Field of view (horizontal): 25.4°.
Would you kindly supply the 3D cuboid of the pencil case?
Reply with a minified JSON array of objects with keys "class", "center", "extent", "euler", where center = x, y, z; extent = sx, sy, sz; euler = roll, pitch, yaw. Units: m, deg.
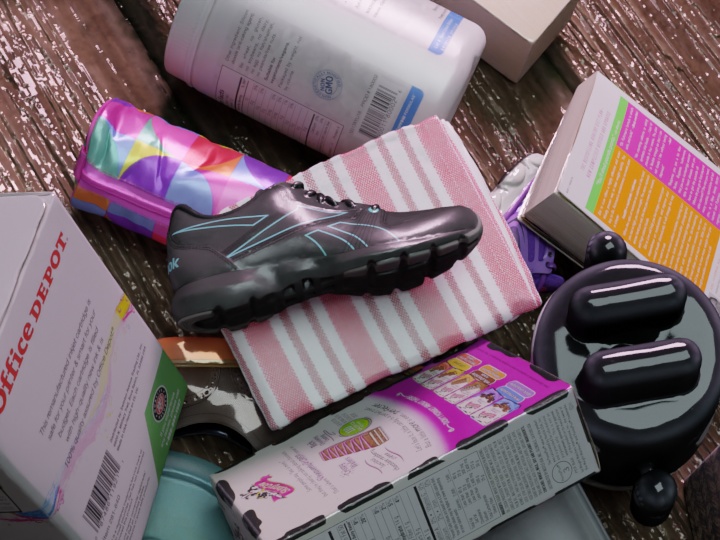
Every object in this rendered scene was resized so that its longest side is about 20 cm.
[{"class":"pencil case","center":[-0.099,-0.044,1.085],"extent":[0.199,0.089,0.089],"euler":[23,60,3]}]

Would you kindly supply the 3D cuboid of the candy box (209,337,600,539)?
[{"class":"candy box","center":[0.023,0.121,0.949],"extent":[0.199,0.136,0.061],"euler":[-25,107,-13]}]

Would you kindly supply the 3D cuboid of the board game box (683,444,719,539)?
[{"class":"board game box","center":[0.337,0.152,1.039],"extent":[0.198,0.160,0.098],"euler":[1,62,-12]}]

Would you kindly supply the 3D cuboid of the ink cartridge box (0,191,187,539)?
[{"class":"ink cartridge box","center":[-0.187,0.072,0.906],"extent":[0.083,0.200,0.146],"euler":[0,54,21]}]

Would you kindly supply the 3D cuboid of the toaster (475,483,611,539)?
[{"class":"toaster","center":[0.078,0.212,0.977],"extent":[0.199,0.114,0.130],"euler":[-29,74,-26]}]

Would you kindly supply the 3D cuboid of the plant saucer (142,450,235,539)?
[{"class":"plant saucer","center":[-0.131,0.200,0.986],"extent":[0.198,0.027,0.202],"euler":[5,63,-10]}]

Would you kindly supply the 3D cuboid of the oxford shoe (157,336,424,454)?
[{"class":"oxford shoe","center":[-0.046,0.088,1.045],"extent":[0.198,0.071,0.074],"euler":[2,72,-2]}]

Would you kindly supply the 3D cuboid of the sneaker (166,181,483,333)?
[{"class":"sneaker","center":[-0.024,-0.021,0.978],"extent":[0.198,0.075,0.080],"euler":[-12,72,-7]}]

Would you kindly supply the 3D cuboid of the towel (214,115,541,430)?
[{"class":"towel","center":[0.000,0.000,1.027],"extent":[0.199,0.030,0.147],"euler":[-24,76,-10]}]

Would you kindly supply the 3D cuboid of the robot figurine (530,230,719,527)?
[{"class":"robot figurine","center":[0.171,0.068,1.021],"extent":[0.124,0.200,0.151],"euler":[27,73,15]}]

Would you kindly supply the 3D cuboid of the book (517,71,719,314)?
[{"class":"book","center":[0.220,-0.035,1.141],"extent":[0.199,0.048,0.134],"euler":[37,53,-13]}]

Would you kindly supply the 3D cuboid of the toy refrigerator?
[{"class":"toy refrigerator","center":[0.068,-0.240,1.236],"extent":[0.199,0.070,0.076],"euler":[37,68,9]}]

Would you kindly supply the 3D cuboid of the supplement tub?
[{"class":"supplement tub","center":[-0.024,-0.154,1.134],"extent":[0.199,0.132,0.132],"euler":[27,60,2]}]

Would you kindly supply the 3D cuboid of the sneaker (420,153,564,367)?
[{"class":"sneaker","center":[0.095,-0.001,1.113],"extent":[0.083,0.081,0.200],"euler":[42,61,4]}]
